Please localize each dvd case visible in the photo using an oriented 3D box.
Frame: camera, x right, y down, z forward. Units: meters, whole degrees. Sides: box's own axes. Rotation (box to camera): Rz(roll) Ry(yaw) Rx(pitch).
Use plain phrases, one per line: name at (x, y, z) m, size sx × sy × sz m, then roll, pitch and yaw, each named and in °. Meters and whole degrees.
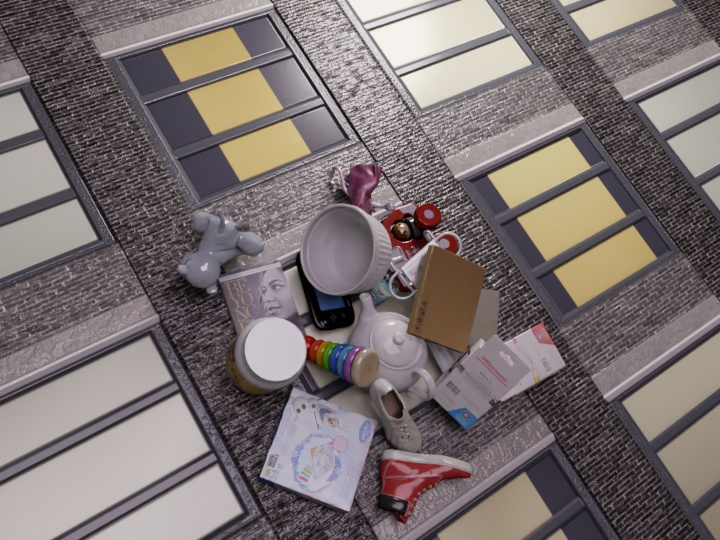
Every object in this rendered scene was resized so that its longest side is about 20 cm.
dvd case at (-0.220, 0.082, 1.658) m, size 0.148 × 0.016 × 0.201 m, roll -15°, pitch 72°, yaw -21°

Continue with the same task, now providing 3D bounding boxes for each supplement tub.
supplement tub at (-0.192, 0.175, 1.511) m, size 0.145 × 0.200 × 0.146 m, roll 5°, pitch 75°, yaw -17°

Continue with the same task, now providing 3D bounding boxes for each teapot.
teapot at (0.069, 0.175, 1.627) m, size 0.199 × 0.146 × 0.198 m, roll 13°, pitch 64°, yaw -11°

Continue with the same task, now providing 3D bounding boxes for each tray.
tray at (0.229, 0.203, 1.695) m, size 0.107 × 0.022 × 0.201 m, roll -31°, pitch 96°, yaw -27°

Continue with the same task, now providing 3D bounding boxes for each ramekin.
ramekin at (-0.025, -0.042, 1.641) m, size 0.105 × 0.200 × 0.201 m, roll 10°, pitch 56°, yaw -58°

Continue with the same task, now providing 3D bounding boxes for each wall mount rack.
wall mount rack at (0.159, 0.013, 1.673) m, size 0.200 × 0.075 × 0.174 m, roll -40°, pitch 92°, yaw -6°

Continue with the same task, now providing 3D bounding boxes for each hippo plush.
hippo plush at (-0.306, -0.027, 1.608) m, size 0.159 × 0.200 × 0.161 m, roll 29°, pitch 79°, yaw -27°

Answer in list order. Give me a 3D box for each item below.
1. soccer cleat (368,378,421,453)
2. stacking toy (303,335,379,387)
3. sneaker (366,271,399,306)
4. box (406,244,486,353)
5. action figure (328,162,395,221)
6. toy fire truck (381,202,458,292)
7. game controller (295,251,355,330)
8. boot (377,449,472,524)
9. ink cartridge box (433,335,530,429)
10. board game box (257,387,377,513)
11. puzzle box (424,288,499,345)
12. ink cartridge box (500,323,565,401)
soccer cleat at (0.078, 0.317, 1.568) m, size 0.069 × 0.078 × 0.201 m, roll -34°, pitch 111°, yaw -14°
stacking toy at (-0.060, 0.181, 1.583) m, size 0.199 × 0.086 × 0.085 m, roll 16°, pitch 55°, yaw 35°
sneaker at (0.000, 0.000, 1.724) m, size 0.077 × 0.086 × 0.200 m, roll 17°, pitch 30°, yaw -53°
box at (0.191, 0.064, 1.617) m, size 0.163 × 0.021 × 0.201 m, roll 22°, pitch 77°, yaw -31°
action figure at (-0.001, -0.165, 1.765) m, size 0.148 × 0.134 × 0.201 m, roll 9°, pitch 62°, yaw -11°
toy fire truck at (0.121, -0.060, 1.763) m, size 0.167 × 0.112 × 0.201 m, roll -20°, pitch 73°, yaw -24°
game controller at (-0.081, 0.041, 1.702) m, size 0.104 × 0.042 × 0.201 m, roll -11°, pitch 71°, yaw -20°
boot at (0.137, 0.463, 1.564) m, size 0.199 × 0.072 × 0.145 m, roll 6°, pitch 65°, yaw -4°
ink cartridge box at (0.263, 0.235, 1.627) m, size 0.116 × 0.068 × 0.200 m, roll 44°, pitch 106°, yaw -1°
board game box at (-0.087, 0.375, 1.550) m, size 0.198 × 0.043 × 0.201 m, roll 23°, pitch 62°, yaw -5°
puzzle box at (0.231, 0.102, 1.673) m, size 0.199 × 0.025 × 0.134 m, roll 8°, pitch 85°, yaw -33°
ink cartridge box at (0.365, 0.220, 1.732) m, size 0.199 × 0.068 × 0.117 m, roll -23°, pitch 80°, yaw -25°
